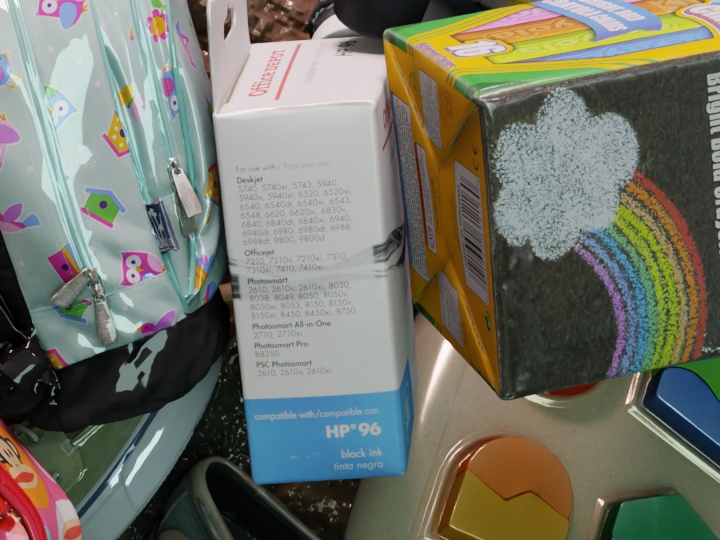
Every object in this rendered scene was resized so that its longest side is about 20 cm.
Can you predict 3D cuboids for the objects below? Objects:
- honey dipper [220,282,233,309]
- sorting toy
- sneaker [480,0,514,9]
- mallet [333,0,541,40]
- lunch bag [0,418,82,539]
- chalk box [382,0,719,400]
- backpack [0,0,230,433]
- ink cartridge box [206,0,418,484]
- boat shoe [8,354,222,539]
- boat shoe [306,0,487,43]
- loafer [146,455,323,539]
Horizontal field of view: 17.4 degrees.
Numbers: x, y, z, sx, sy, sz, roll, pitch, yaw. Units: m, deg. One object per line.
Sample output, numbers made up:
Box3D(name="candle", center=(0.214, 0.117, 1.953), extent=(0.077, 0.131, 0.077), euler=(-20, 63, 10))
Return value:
Box3D(name="honey dipper", center=(0.000, 0.000, 1.067), extent=(0.199, 0.038, 0.038), euler=(-14, 101, 2))
Box3D(name="sorting toy", center=(0.111, 0.079, 1.070), extent=(0.199, 0.036, 0.186), euler=(22, 66, -4))
Box3D(name="sneaker", center=(0.055, -0.210, 1.034), extent=(0.118, 0.074, 0.201), euler=(-38, 89, -13))
Box3D(name="mallet", center=(0.085, -0.104, 0.988), extent=(0.199, 0.041, 0.066), euler=(20, 121, -10))
Box3D(name="lunch bag", center=(-0.211, 0.129, 0.916), extent=(0.200, 0.082, 0.176), euler=(-44, 85, 6))
Box3D(name="chalk box", center=(0.125, -0.042, 0.924), extent=(0.199, 0.124, 0.125), euler=(-11, 110, -14))
Box3D(name="backpack", center=(-0.119, -0.052, 0.972), extent=(0.126, 0.167, 0.201), euler=(-16, 105, -11))
Box3D(name="ink cartridge box", center=(-0.017, -0.026, 0.980), extent=(0.068, 0.116, 0.201), euler=(-4, 109, 5))
Box3D(name="boat shoe", center=(-0.141, 0.100, 1.042), extent=(0.062, 0.072, 0.200), euler=(39, 89, -18))
Box3D(name="boat shoe", center=(0.067, -0.081, 1.075), extent=(0.200, 0.076, 0.060), euler=(30, 45, -25))
Box3D(name="loafer", center=(-0.012, 0.160, 1.037), extent=(0.200, 0.072, 0.063), euler=(36, 130, 17))
